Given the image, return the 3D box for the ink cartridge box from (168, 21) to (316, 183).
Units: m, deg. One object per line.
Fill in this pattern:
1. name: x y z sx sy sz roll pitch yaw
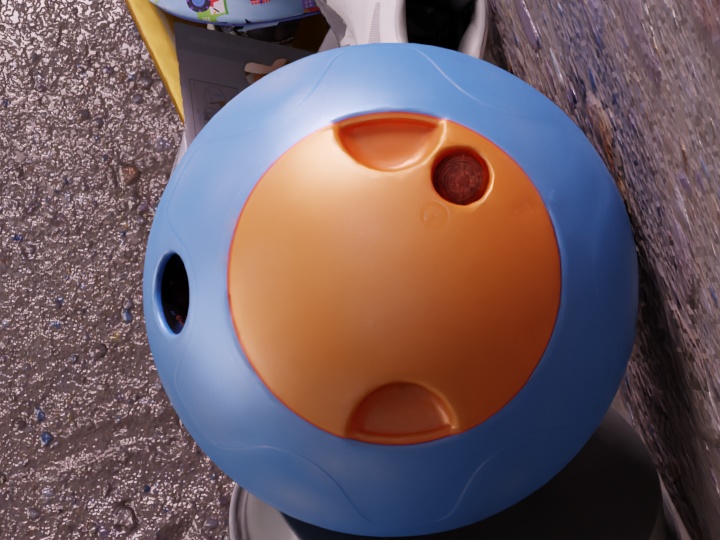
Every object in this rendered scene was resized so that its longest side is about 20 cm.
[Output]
1. ink cartridge box: -0.043 -0.030 1.587 0.057 0.162 0.200 -36 56 42

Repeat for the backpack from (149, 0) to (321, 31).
1. backpack: -0.067 -0.225 1.505 0.200 0.182 0.135 52 146 39

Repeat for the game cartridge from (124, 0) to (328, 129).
1. game cartridge: -0.096 -0.190 1.795 0.176 0.032 0.200 -18 -100 -56

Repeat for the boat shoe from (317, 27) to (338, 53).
1. boat shoe: 0.029 -0.102 1.457 0.200 0.072 0.069 -134 57 -68

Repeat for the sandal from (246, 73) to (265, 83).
1. sandal: 0.003 -0.052 1.703 0.207 0.059 0.079 56 -164 25

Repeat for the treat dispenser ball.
1. treat dispenser ball: 0.013 0.008 1.126 0.201 0.201 0.201 163 90 -86

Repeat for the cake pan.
1. cake pan: 0.044 0.101 1.206 0.200 0.200 0.037 -111 22 -50

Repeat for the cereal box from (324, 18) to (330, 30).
1. cereal box: -0.005 -0.179 1.763 0.144 0.039 0.200 82 171 -65

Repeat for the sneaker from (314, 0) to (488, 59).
1. sneaker: 0.027 -0.136 1.364 0.089 0.074 0.200 -57 34 38

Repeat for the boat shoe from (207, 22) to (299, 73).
1. boat shoe: -0.066 -0.211 1.734 0.199 0.074 0.066 -90 18 -47
